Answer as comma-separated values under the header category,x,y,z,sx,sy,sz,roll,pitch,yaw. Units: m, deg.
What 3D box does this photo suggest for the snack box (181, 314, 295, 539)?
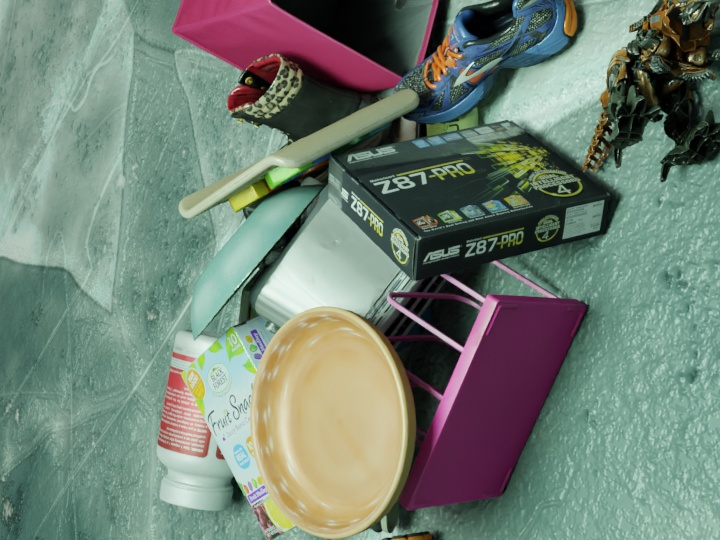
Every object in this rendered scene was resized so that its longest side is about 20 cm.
category,x,y,z,sx,sy,sz,roll,pitch,yaw
snack box,-0.093,0.161,1.266,0.142,0.053,0.200,-39,76,50

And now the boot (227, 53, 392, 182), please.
category,x,y,z,sx,sy,sz,roll,pitch,yaw
boot,-0.078,-0.159,1.357,0.200,0.150,0.073,-20,55,48

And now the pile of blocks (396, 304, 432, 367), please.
category,x,y,z,sx,sy,sz,roll,pitch,yaw
pile of blocks,0.028,0.056,1.294,0.200,0.082,0.062,-45,6,26

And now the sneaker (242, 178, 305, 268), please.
category,x,y,z,sx,sy,sz,roll,pitch,yaw
sneaker,-0.092,-0.046,1.392,0.200,0.076,0.088,81,-175,-69

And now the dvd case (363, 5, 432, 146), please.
category,x,y,z,sx,sy,sz,roll,pitch,yaw
dvd case,0.026,-0.178,1.371,0.143,0.018,0.201,-11,73,52

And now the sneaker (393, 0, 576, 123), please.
category,x,y,z,sx,sy,sz,roll,pitch,yaw
sneaker,0.104,-0.213,1.189,0.200,0.078,0.075,-33,53,29

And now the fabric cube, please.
category,x,y,z,sx,sy,sz,roll,pitch,yaw
fabric cube,-0.047,-0.313,1.327,0.199,0.196,0.201,1,72,54

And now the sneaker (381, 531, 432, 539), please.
category,x,y,z,sx,sy,sz,roll,pitch,yaw
sneaker,0.004,0.330,1.240,0.200,0.075,0.079,-43,53,41

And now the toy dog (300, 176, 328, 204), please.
category,x,y,z,sx,sy,sz,roll,pitch,yaw
toy dog,-0.021,-0.040,1.344,0.200,0.132,0.096,-45,11,32

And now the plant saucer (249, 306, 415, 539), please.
category,x,y,z,sx,sy,sz,roll,pitch,yaw
plant saucer,-0.021,0.132,1.093,0.200,0.037,0.201,-3,86,45

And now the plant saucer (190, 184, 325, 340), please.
category,x,y,z,sx,sy,sz,roll,pitch,yaw
plant saucer,-0.112,-0.019,1.226,0.201,0.039,0.201,-49,4,5

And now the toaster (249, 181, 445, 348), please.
category,x,y,z,sx,sy,sz,roll,pitch,yaw
toaster,0.000,0.000,1.189,0.129,0.114,0.200,36,87,17

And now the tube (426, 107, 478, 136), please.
category,x,y,z,sx,sy,sz,roll,pitch,yaw
tube,0.091,-0.125,1.252,0.058,0.052,0.201,-3,67,7

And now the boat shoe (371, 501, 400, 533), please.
category,x,y,z,sx,sy,sz,roll,pitch,yaw
boat shoe,-0.001,0.166,1.255,0.067,0.072,0.201,-13,86,17

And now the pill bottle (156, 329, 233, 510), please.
category,x,y,z,sx,sy,sz,roll,pitch,yaw
pill bottle,-0.180,0.176,1.479,0.112,0.112,0.201,9,89,53

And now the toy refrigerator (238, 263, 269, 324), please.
category,x,y,z,sx,sy,sz,roll,pitch,yaw
toy refrigerator,-0.092,0.101,1.346,0.076,0.070,0.200,17,122,12

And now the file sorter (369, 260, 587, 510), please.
category,x,y,z,sx,sy,sz,roll,pitch,yaw
file sorter,0.080,0.090,1.117,0.125,0.139,0.200,34,109,37

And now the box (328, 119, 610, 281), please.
category,x,y,z,sx,sy,sz,roll,pitch,yaw
box,0.094,-0.066,1.109,0.161,0.200,0.049,46,142,49

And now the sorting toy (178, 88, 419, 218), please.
category,x,y,z,sx,sy,sz,roll,pitch,yaw
sorting toy,-0.058,-0.106,1.202,0.200,0.185,0.037,-18,101,52

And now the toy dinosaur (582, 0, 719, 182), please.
category,x,y,z,sx,sy,sz,roll,pitch,yaw
toy dinosaur,0.247,-0.153,1.038,0.200,0.102,0.136,90,178,-50
